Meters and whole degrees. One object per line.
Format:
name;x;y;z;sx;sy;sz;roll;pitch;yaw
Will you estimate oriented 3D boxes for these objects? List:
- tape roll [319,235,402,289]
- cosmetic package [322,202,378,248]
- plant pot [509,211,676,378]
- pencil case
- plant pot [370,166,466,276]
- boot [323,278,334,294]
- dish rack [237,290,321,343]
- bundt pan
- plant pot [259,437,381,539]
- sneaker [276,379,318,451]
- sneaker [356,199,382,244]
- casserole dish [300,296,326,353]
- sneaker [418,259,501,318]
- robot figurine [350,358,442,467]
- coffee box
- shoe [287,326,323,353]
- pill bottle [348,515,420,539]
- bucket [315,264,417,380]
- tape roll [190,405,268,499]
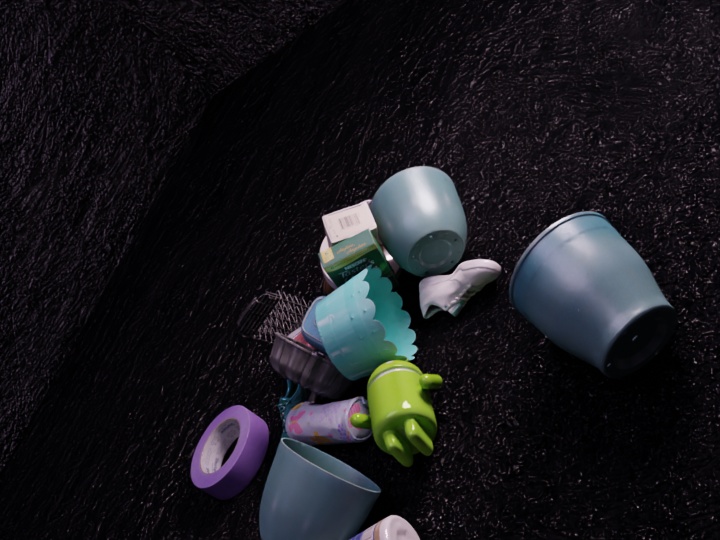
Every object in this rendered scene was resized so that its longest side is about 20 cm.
tape roll;0.003;-0.032;1.606;0.198;0.037;0.206;-3;59;5
cosmetic package;-0.015;-0.047;1.478;0.103;0.201;0.072;-18;59;-7
plant pot;0.358;0.048;1.033;0.200;0.200;0.189;-44;46;8
pencil case;-0.062;0.304;1.386;0.198;0.083;0.091;-15;35;44
plant pot;0.133;-0.086;1.448;0.200;0.200;0.163;-38;42;17
boot;-0.010;-0.008;1.683;0.200;0.074;0.076;-45;40;2
dish rack;-0.191;0.113;1.638;0.154;0.198;0.055;-52;39;24
bundt pan;-0.105;0.207;1.449;0.201;0.200;0.077;19;81;58
plant pot;-0.084;0.412;1.198;0.199;0.199;0.163;15;77;57
sneaker;-0.152;0.313;1.496;0.077;0.079;0.203;-25;39;34
sneaker;0.062;-0.114;1.560;0.196;0.115;0.074;-9;57;-2
casserole dish;-0.055;0.126;1.539;0.198;0.039;0.123;23;79;33
sneaker;0.197;0.044;1.364;0.198;0.074;0.090;-25;50;44
robot figurine;0.072;0.247;1.240;0.174;0.116;0.202;-34;33;16
coffee box;0.000;0.000;1.445;0.121;0.201;0.045;-24;58;5
shoe;-0.090;0.152;1.612;0.199;0.071;0.092;-39;45;9
pill bottle;0.000;0.480;1.082;0.199;0.111;0.112;-37;32;20
bucket;0.011;0.111;1.382;0.133;0.208;0.209;-27;36;18
tape roll;-0.302;0.417;1.591;0.199;0.065;0.202;-34;33;25
